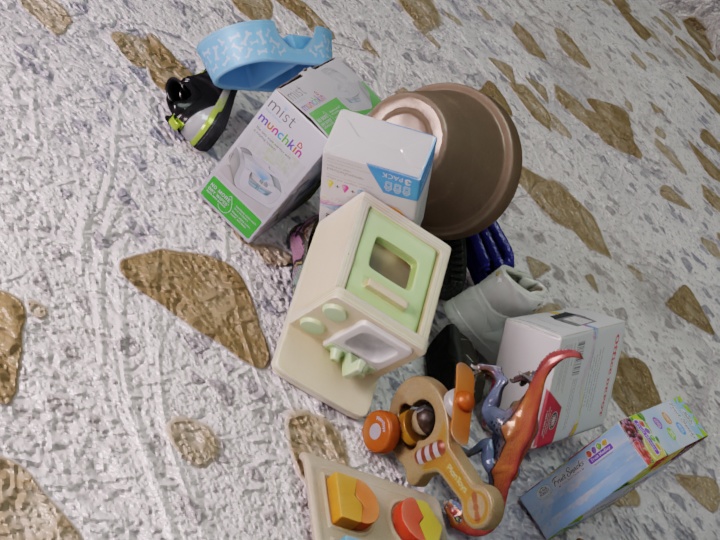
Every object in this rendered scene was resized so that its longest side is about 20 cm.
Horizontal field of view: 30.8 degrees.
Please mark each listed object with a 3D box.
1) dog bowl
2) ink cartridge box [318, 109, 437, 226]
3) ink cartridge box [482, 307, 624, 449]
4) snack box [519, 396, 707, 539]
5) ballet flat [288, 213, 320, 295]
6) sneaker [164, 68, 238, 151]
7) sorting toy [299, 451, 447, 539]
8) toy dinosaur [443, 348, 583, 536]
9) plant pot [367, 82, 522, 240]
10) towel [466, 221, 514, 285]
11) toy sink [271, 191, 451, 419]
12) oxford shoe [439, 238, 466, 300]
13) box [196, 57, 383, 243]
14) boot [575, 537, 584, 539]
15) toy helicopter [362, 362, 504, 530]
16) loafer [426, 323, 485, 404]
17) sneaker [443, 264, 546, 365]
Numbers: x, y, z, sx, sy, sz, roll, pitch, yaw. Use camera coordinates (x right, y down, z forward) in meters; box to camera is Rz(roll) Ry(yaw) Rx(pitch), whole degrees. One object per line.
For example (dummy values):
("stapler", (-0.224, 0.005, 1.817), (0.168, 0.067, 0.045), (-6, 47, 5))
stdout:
("dog bowl", (-0.113, -0.265, 1.641), (0.199, 0.111, 0.050), (-6, 77, -49))
("ink cartridge box", (0.016, -0.084, 1.501), (0.114, 0.201, 0.068), (17, 58, 7))
("ink cartridge box", (0.249, 0.132, 1.661), (0.085, 0.149, 0.199), (17, 12, 31))
("snack box", (0.309, 0.237, 1.587), (0.199, 0.169, 0.068), (-5, 57, -56))
("ballet flat", (-0.044, 0.000, 1.550), (0.069, 0.071, 0.201), (28, 32, -29))
("sneaker", (-0.203, -0.231, 1.657), (0.082, 0.072, 0.201), (31, 30, -19))
("sorting toy", (0.029, 0.277, 1.306), (0.184, 0.036, 0.201), (24, 34, -32))
("toy dinosaur", (0.150, 0.194, 1.433), (0.104, 0.200, 0.183), (16, 60, -19))
("plant pot", (0.082, -0.148, 1.609), (0.201, 0.200, 0.174), (54, 15, 20))
("towel", (0.157, -0.039, 1.784), (0.149, 0.049, 0.200), (62, -4, 14))
("toy sink", (0.005, 0.039, 1.439), (0.130, 0.112, 0.201), (32, 56, -20))
("oxford shoe", (0.102, -0.051, 1.733), (0.084, 0.072, 0.202), (55, 22, -69))
("box", (-0.082, -0.153, 1.597), (0.097, 0.177, 0.200), (43, 27, 2))
("boot", (0.244, 0.355, 1.449), (0.188, 0.069, 0.200), (41, 27, -5))
("toy helicopter", (0.097, 0.188, 1.387), (0.078, 0.133, 0.200), (14, 28, -42))
("loafer", (0.122, 0.138, 1.576), (0.071, 0.073, 0.201), (33, 29, -14))
("sneaker", (0.207, 0.071, 1.704), (0.200, 0.115, 0.074), (40, 19, -42))
